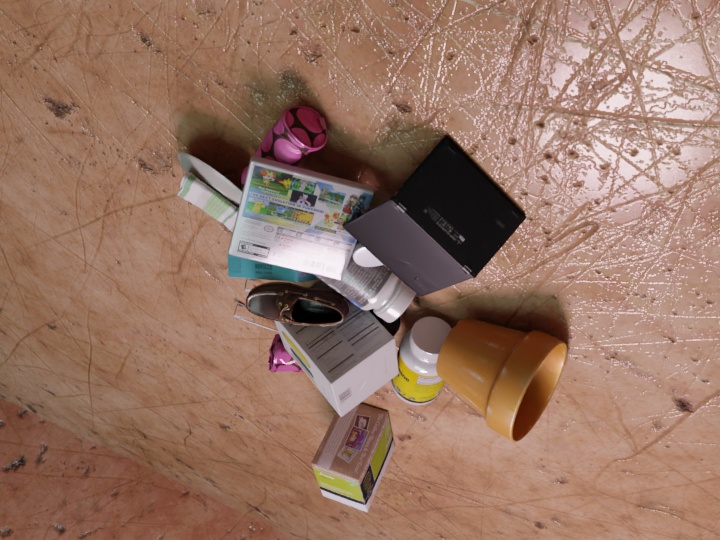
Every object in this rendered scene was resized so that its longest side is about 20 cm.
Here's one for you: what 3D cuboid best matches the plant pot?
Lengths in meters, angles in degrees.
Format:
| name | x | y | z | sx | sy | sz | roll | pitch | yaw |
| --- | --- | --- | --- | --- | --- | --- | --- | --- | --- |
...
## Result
| name | x | y | z | sx | sy | sz | roll | pitch | yaw |
| --- | --- | --- | --- | --- | --- | --- | --- | --- | --- |
| plant pot | 0.248 | 0.181 | 1.290 | 0.183 | 0.200 | 0.200 | 26 | 148 | 30 |

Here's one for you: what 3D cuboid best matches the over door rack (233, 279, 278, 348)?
| name | x | y | z | sx | sy | sz | roll | pitch | yaw |
| --- | --- | --- | --- | --- | --- | --- | --- | --- | --- |
| over door rack | -0.195 | 0.117 | 1.593 | 0.200 | 0.067 | 0.148 | 30 | 144 | -3 |

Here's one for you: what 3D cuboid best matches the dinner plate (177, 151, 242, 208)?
| name | x | y | z | sx | sy | sz | roll | pitch | yaw |
| --- | --- | --- | --- | --- | --- | --- | --- | --- | --- |
| dinner plate | -0.256 | -0.142 | 1.279 | 0.200 | 0.024 | 0.200 | 33 | 168 | 8 |

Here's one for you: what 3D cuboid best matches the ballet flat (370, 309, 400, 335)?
| name | x | y | z | sx | sy | sz | roll | pitch | yaw |
| --- | --- | --- | --- | --- | --- | --- | --- | --- | --- |
| ballet flat | 0.019 | 0.060 | 1.384 | 0.066 | 0.057 | 0.200 | -8 | 128 | 43 |

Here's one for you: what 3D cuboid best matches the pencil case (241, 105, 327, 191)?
| name | x | y | z | sx | sy | sz | roll | pitch | yaw |
| --- | --- | --- | --- | --- | --- | --- | --- | --- | --- |
| pencil case | -0.123 | -0.187 | 1.150 | 0.200 | 0.094 | 0.091 | -37 | 66 | 53 |

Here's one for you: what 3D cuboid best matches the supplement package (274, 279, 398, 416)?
| name | x | y | z | sx | sy | sz | roll | pitch | yaw |
| --- | --- | --- | --- | --- | --- | --- | --- | --- | --- |
| supplement package | -0.047 | 0.144 | 1.378 | 0.200 | 0.151 | 0.152 | 46 | 161 | 30 |

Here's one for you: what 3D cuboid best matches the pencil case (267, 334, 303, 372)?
| name | x | y | z | sx | sy | sz | roll | pitch | yaw |
| --- | --- | --- | --- | --- | --- | --- | --- | --- | --- |
| pencil case | -0.104 | 0.194 | 1.538 | 0.200 | 0.091 | 0.094 | 12 | 147 | -19 |

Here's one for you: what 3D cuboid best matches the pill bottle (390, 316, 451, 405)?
| name | x | y | z | sx | sy | sz | roll | pitch | yaw |
| --- | --- | --- | --- | --- | --- | --- | --- | --- | --- |
| pill bottle | 0.128 | 0.181 | 1.419 | 0.112 | 0.113 | 0.200 | 22 | 144 | 9 |

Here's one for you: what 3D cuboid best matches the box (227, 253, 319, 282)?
| name | x | y | z | sx | sy | sz | roll | pitch | yaw |
| --- | --- | --- | --- | --- | --- | --- | --- | --- | --- |
| box | -0.165 | -0.010 | 1.375 | 0.200 | 0.082 | 0.049 | 3 | 97 | 41 |

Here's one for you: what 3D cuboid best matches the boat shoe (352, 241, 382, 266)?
| name | x | y | z | sx | sy | sz | roll | pitch | yaw |
| --- | --- | --- | --- | --- | --- | --- | --- | --- | --- |
| boat shoe | 0.085 | -0.055 | 1.190 | 0.200 | 0.068 | 0.072 | -9 | 139 | 11 |

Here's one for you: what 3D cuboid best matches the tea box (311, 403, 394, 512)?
| name | x | y | z | sx | sy | sz | roll | pitch | yaw |
| --- | --- | --- | --- | --- | --- | --- | --- | --- | --- |
| tea box | -0.013 | 0.473 | 1.805 | 0.133 | 0.200 | 0.197 | 14 | 142 | 19 |

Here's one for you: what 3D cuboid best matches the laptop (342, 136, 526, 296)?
| name | x | y | z | sx | sy | sz | roll | pitch | yaw |
| --- | --- | --- | --- | --- | --- | --- | --- | --- | --- |
| laptop | 0.115 | -0.077 | 1.113 | 0.187 | 0.200 | 0.116 | 41 | 179 | -19 |

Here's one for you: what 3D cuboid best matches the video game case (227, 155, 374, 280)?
| name | x | y | z | sx | sy | sz | roll | pitch | yaw |
| --- | --- | --- | --- | --- | --- | --- | --- | --- | --- |
| video game case | -0.099 | -0.080 | 1.142 | 0.200 | 0.022 | 0.182 | 14 | 124 | -11 |

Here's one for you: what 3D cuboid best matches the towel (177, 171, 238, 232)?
| name | x | y | z | sx | sy | sz | roll | pitch | yaw |
| --- | --- | --- | --- | --- | --- | --- | --- | --- | --- |
| towel | -0.246 | -0.099 | 1.287 | 0.200 | 0.031 | 0.149 | 38 | 168 | -12 |

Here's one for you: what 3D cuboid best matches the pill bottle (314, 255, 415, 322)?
| name | x | y | z | sx | sy | sz | roll | pitch | yaw |
| --- | --- | --- | --- | --- | --- | --- | --- | --- | --- |
| pill bottle | 0.000 | 0.000 | 1.275 | 0.200 | 0.114 | 0.114 | 37 | 144 | -11 |

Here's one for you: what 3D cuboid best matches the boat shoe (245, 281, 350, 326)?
| name | x | y | z | sx | sy | sz | roll | pitch | yaw |
| --- | --- | --- | --- | --- | --- | --- | --- | --- | --- |
| boat shoe | -0.119 | 0.065 | 1.295 | 0.200 | 0.070 | 0.071 | 0 | 116 | 9 |
